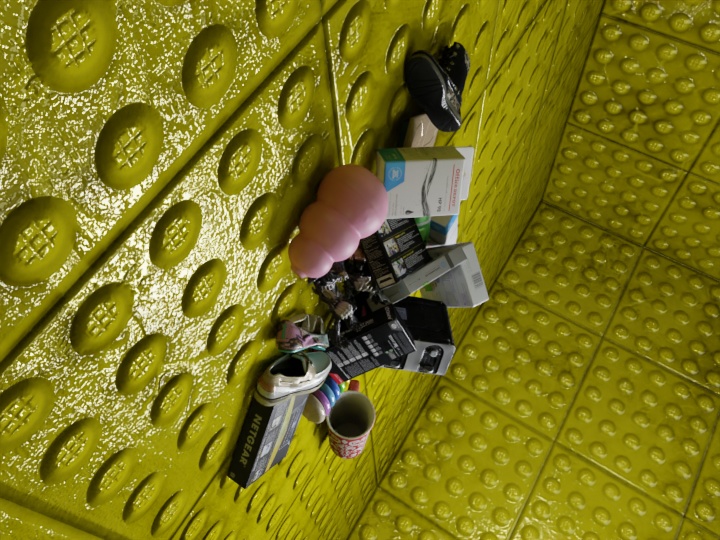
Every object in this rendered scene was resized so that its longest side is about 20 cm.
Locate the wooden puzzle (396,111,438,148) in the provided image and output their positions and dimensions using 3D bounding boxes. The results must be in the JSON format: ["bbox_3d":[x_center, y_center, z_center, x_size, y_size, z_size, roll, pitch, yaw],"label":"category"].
[{"bbox_3d":[0.108,-0.251,1.318,0.200,0.046,0.188,-46,156,-54],"label":"wooden puzzle"}]

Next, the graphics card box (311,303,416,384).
[{"bbox_3d":[0.008,0.160,1.351,0.197,0.051,0.126,-25,133,12],"label":"graphics card box"}]

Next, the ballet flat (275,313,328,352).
[{"bbox_3d":[-0.105,0.119,1.212,0.200,0.068,0.073,18,79,-71],"label":"ballet flat"}]

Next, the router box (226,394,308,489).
[{"bbox_3d":[-0.181,0.318,1.277,0.157,0.052,0.203,-20,134,-64],"label":"router box"}]

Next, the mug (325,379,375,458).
[{"bbox_3d":[-0.020,0.421,1.749,0.178,0.132,0.202,-50,161,-30],"label":"mug"}]

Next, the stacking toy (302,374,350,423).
[{"bbox_3d":[-0.060,0.253,1.447,0.200,0.085,0.086,-42,153,-37],"label":"stacking toy"}]

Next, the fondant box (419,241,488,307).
[{"bbox_3d":[0.214,0.014,1.548,0.058,0.199,0.147,-21,98,-30],"label":"fondant box"}]

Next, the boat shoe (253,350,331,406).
[{"bbox_3d":[-0.119,0.196,1.221,0.199,0.074,0.069,-23,144,-53],"label":"boat shoe"}]

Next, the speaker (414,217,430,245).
[{"bbox_3d":[0.115,-0.076,1.505,0.089,0.087,0.202,-47,156,-39],"label":"speaker"}]

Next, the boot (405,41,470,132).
[{"bbox_3d":[0.154,-0.388,1.219,0.204,0.072,0.156,44,54,-50],"label":"boot"}]

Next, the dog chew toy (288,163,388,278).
[{"bbox_3d":[-0.043,-0.074,1.030,0.201,0.124,0.125,-52,160,-8],"label":"dog chew toy"}]

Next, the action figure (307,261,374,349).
[{"bbox_3d":[-0.033,0.044,1.188,0.119,0.101,0.203,-44,139,-37],"label":"action figure"}]

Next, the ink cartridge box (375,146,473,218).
[{"bbox_3d":[0.131,-0.171,1.209,0.067,0.196,0.118,-113,-158,-58],"label":"ink cartridge box"}]

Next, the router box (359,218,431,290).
[{"bbox_3d":[0.069,-0.060,1.315,0.050,0.152,0.199,-21,-177,30],"label":"router box"}]

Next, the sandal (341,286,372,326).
[{"bbox_3d":[-0.018,0.124,1.438,0.202,0.074,0.045,-56,152,-14],"label":"sandal"}]

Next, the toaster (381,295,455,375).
[{"bbox_3d":[0.119,0.147,1.503,0.201,0.177,0.120,-92,-168,-56],"label":"toaster"}]

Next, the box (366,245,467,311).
[{"bbox_3d":[0.128,0.020,1.427,0.198,0.042,0.155,-27,177,-36],"label":"box"}]

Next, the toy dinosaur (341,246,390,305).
[{"bbox_3d":[0.000,0.000,1.311,0.199,0.101,0.139,22,64,-55],"label":"toy dinosaur"}]

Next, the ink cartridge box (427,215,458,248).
[{"bbox_3d":[0.182,-0.108,1.595,0.067,0.114,0.201,-57,160,-18],"label":"ink cartridge box"}]
